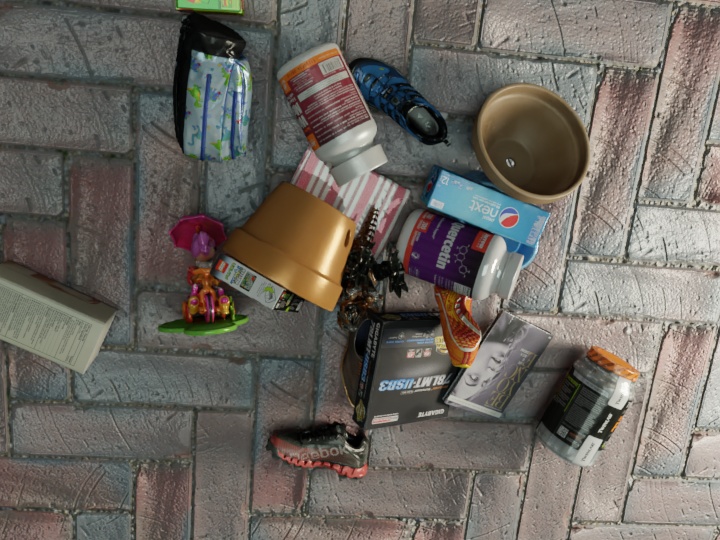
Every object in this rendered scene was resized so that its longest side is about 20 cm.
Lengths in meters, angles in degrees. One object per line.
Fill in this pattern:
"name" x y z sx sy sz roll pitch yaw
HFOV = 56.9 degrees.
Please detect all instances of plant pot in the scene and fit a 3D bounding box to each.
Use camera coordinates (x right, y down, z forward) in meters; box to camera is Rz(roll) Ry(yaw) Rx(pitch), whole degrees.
"plant pot" 0.265 -0.196 1.090 0.198 0.093 0.204 4 74 -15
"plant pot" -0.097 -0.045 1.043 0.199 0.200 0.141 30 89 -13

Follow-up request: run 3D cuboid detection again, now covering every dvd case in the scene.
"dvd case" 0.256 0.179 1.227 0.148 0.016 0.201 24 103 -33

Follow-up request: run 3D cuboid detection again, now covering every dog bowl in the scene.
"dog bowl" 0.233 -0.080 1.160 0.111 0.050 0.200 -41 105 6

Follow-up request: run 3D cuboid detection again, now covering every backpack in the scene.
"backpack" -0.226 -0.265 1.013 0.152 0.163 0.202 15 111 -25

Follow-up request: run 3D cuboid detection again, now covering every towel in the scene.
"towel" -0.027 -0.115 1.138 0.198 0.030 0.147 26 102 -15

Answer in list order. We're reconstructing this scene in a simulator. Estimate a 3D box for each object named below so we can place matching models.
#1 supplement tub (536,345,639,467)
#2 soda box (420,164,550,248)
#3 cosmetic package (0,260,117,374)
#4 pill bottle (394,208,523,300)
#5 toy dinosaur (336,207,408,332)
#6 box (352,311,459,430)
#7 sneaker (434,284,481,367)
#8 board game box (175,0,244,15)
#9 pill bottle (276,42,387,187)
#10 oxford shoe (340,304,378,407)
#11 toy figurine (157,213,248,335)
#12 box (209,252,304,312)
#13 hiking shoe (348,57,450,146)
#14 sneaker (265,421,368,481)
"supplement tub" 0.423 0.250 1.234 0.121 0.123 0.202 23 103 -11
"soda box" 0.203 -0.105 1.089 0.198 0.068 0.065 21 103 -11
"cosmetic package" -0.526 0.077 1.109 0.198 0.087 0.104 28 100 -11
"pill bottle" 0.163 -0.022 1.103 0.198 0.112 0.114 20 105 16
"toy dinosaur" 0.000 0.000 1.102 0.101 0.135 0.203 -10 94 -25
"box" 0.091 0.174 1.177 0.198 0.050 0.201 2 105 -34
"sneaker" 0.157 0.076 1.132 0.072 0.201 0.078 6 133 -3
"board game box" -0.226 -0.495 0.999 0.100 0.048 0.203 1 105 -5
"pill bottle" -0.041 -0.241 1.043 0.109 0.110 0.202 -27 97 2
"oxford shoe" 0.001 0.164 1.193 0.070 0.073 0.203 -1 106 -5
"toy figurine" -0.259 0.001 1.077 0.148 0.200 0.187 -6 94 -19
"box" -0.153 0.023 1.035 0.109 0.200 0.035 30 88 6
"hiking shoe" 0.066 -0.275 1.069 0.199 0.087 0.075 32 100 -13
"sneaker" -0.073 0.321 1.231 0.198 0.071 0.099 15 104 -12
